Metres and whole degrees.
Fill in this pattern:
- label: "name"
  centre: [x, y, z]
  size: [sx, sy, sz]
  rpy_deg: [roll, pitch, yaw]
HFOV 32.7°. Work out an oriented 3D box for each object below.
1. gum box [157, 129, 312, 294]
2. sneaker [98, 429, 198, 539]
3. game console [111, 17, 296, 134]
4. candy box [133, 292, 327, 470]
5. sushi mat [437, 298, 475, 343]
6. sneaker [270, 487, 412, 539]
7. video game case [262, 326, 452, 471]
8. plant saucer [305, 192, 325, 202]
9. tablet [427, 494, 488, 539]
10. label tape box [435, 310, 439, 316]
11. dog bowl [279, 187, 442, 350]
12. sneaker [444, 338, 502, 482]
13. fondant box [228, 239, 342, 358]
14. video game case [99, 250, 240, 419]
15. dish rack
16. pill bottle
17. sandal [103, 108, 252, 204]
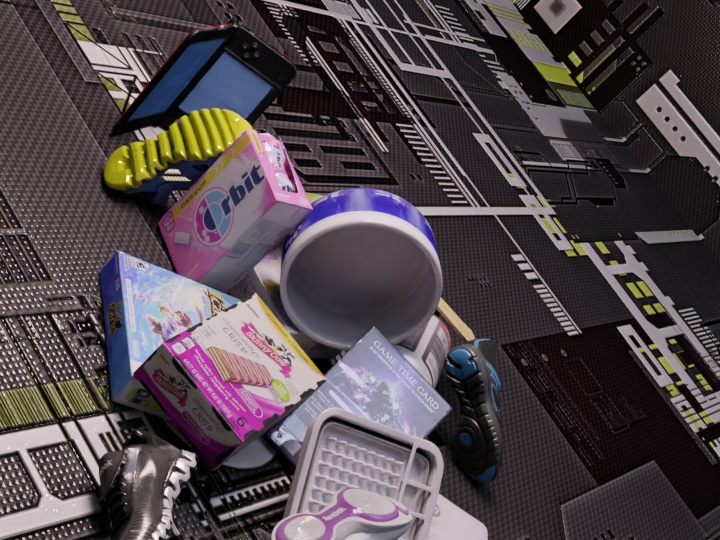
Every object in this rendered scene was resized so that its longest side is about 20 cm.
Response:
- label: "gum box"
  centre: [-0.155, -0.071, 1.523]
  size: [0.066, 0.200, 0.114]
  rpy_deg: [11, 45, -48]
- label: "sneaker"
  centre: [-0.223, 0.221, 1.189]
  size: [0.090, 0.066, 0.200]
  rpy_deg: [38, 24, -10]
- label: "game console"
  centre: [-0.209, -0.232, 1.668]
  size: [0.172, 0.200, 0.119]
  rpy_deg: [34, 30, -23]
- label: "candy box"
  centre: [-0.138, 0.117, 1.352]
  size: [0.136, 0.061, 0.200]
  rpy_deg: [50, 28, 5]
- label: "sushi mat"
  centre: [0.106, 0.042, 1.716]
  size: [0.200, 0.012, 0.096]
  rpy_deg: [48, 10, -25]
- label: "sneaker"
  centre: [-0.027, 0.296, 1.323]
  size: [0.199, 0.100, 0.075]
  rpy_deg: [-9, 32, -44]
- label: "video game case"
  centre: [-0.001, 0.183, 1.478]
  size: [0.143, 0.019, 0.200]
  rpy_deg: [46, 63, 1]
- label: "plant saucer"
  centre: [-0.016, -0.064, 1.643]
  size: [0.199, 0.031, 0.200]
  rpy_deg: [15, 12, -3]
- label: "tablet"
  centre: [0.086, 0.317, 1.549]
  size: [0.200, 0.014, 0.130]
  rpy_deg: [38, 28, -17]
- label: "label tape box"
  centre: [0.038, 0.014, 1.788]
  size: [0.143, 0.066, 0.200]
  rpy_deg: [38, 16, -16]
- label: "dog bowl"
  centre: [0.000, 0.000, 1.526]
  size: [0.200, 0.200, 0.079]
  rpy_deg: [33, 29, -24]
- label: "sneaker"
  centre: [0.170, 0.190, 1.679]
  size: [0.082, 0.073, 0.201]
  rpy_deg: [-24, 113, -52]
- label: "fondant box"
  centre: [-0.107, 0.021, 1.627]
  size: [0.144, 0.058, 0.200]
  rpy_deg: [6, 47, -52]
- label: "video game case"
  centre: [-0.206, 0.087, 1.412]
  size: [0.181, 0.045, 0.200]
  rpy_deg: [26, 33, -36]
- label: "dish rack"
  centre: [-0.002, 0.258, 1.401]
  size: [0.200, 0.043, 0.172]
  rpy_deg: [25, 73, -35]
- label: "pill bottle"
  centre: [0.047, 0.133, 1.629]
  size: [0.116, 0.116, 0.200]
  rpy_deg: [44, 27, -5]
- label: "sandal"
  centre: [-0.223, -0.142, 1.566]
  size: [0.087, 0.199, 0.080]
  rpy_deg: [51, 26, -53]
